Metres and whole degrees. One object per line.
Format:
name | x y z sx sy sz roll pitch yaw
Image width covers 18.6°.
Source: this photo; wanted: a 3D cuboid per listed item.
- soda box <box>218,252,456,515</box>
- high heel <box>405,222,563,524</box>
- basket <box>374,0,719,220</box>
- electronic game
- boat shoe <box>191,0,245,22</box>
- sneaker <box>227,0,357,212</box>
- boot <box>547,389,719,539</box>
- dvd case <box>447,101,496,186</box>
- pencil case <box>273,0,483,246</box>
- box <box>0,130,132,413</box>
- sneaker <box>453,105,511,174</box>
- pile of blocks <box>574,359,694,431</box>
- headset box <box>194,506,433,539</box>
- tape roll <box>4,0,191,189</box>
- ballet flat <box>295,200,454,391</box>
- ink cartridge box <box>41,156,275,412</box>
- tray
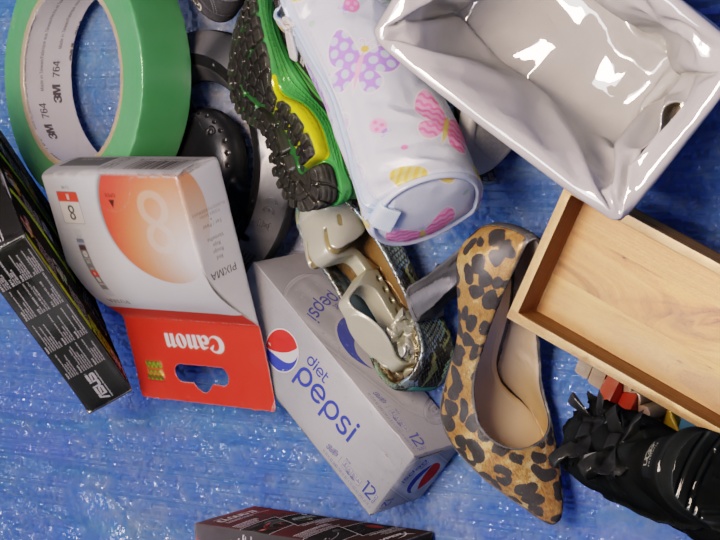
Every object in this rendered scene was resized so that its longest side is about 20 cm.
soda box | -0.016 0.080 1.621 0.200 0.063 0.068 49 124 23
high heel | 0.111 0.070 1.488 0.143 0.071 0.200 -38 78 54
basket | 0.131 -0.143 1.390 0.200 0.123 0.136 38 103 7
electronic game | -0.117 -0.085 1.692 0.200 0.042 0.200 4 96 46
boat shoe | -0.132 -0.274 1.668 0.200 0.070 0.066 61 153 23
sneaker | -0.038 -0.124 1.583 0.200 0.085 0.078 65 147 30
boot | 0.220 0.145 1.349 0.073 0.198 0.162 -60 18 -9
dvd case | 0.014 -0.141 1.594 0.146 0.022 0.200 -18 84 39
pencil case | 0.012 -0.115 1.487 0.083 0.091 0.200 -45 56 36
box | -0.257 -0.017 1.692 0.047 0.200 0.193 -26 47 1
sneaker | 0.076 -0.171 1.515 0.099 0.071 0.200 19 105 40
pile of blocks | 0.183 0.064 1.461 0.082 0.062 0.200 -35 75 36
headset box | -0.043 0.264 1.660 0.200 0.075 0.149 2 97 38
tape roll | -0.208 -0.153 1.719 0.200 0.048 0.201 7 100 49
ballet flat | 0.000 0.000 1.577 0.074 0.074 0.200 -40 80 35
ink cartridge box | -0.152 0.014 1.637 0.162 0.050 0.200 3 109 45
tray | 0.200 0.032 1.390 0.200 0.037 0.099 30 106 24
